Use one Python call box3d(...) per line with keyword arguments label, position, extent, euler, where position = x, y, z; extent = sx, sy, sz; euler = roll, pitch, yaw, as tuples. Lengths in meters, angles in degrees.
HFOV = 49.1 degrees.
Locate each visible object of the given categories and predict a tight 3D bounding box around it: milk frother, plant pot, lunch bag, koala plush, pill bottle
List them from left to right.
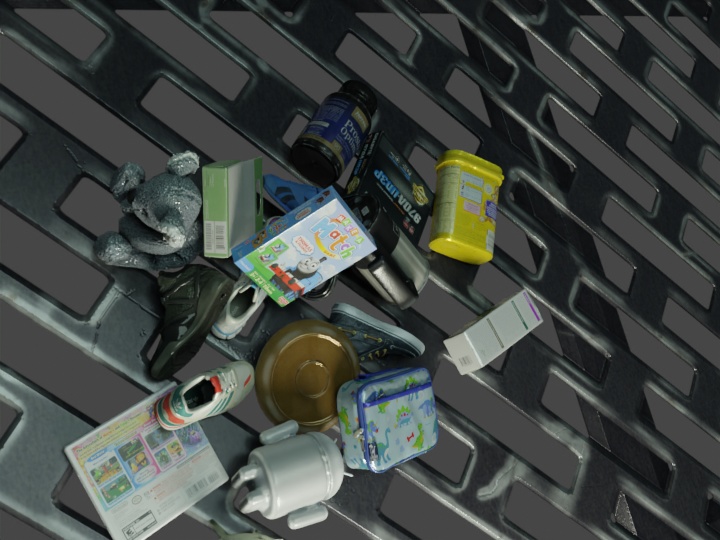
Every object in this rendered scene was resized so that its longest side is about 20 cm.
box3d(label="koala plush", position=(-0.314, -0.098, 1.278), extent=(0.181, 0.199, 0.181), euler=(16, 66, -23))
box3d(label="plant pot", position=(-0.086, 0.188, 1.370), extent=(0.196, 0.027, 0.205), euler=(-1, 93, -23))
box3d(label="pill bottle", position=(-0.045, -0.273, 1.535), extent=(0.111, 0.112, 0.202), euler=(37, 60, -12))
box3d(label="milk frother", position=(0.000, 0.000, 1.455), extent=(0.188, 0.197, 0.183), euler=(47, 31, -36))
box3d(label="lunch bag", position=(0.050, 0.257, 1.395), extent=(0.198, 0.081, 0.165), euler=(-6, 89, -45))

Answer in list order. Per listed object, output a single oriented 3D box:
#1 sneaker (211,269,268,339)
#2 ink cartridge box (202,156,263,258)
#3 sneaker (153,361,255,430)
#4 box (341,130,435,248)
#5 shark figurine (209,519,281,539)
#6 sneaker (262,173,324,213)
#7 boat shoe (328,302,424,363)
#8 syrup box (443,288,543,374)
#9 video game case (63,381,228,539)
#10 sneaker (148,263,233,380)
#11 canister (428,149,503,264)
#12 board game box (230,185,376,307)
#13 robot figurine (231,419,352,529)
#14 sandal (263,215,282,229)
box3d(label="sneaker", position=(-0.185, 0.028, 1.375), extent=(0.074, 0.086, 0.202), euler=(34, 59, -12))
box3d(label="ink cartridge box", position=(-0.215, -0.115, 1.350), extent=(0.047, 0.200, 0.149), euler=(3, 104, 8))
box3d(label="sneaker", position=(-0.232, 0.194, 1.273), extent=(0.198, 0.093, 0.071), euler=(-20, 81, -46))
box3d(label="box", position=(0.059, -0.146, 1.547), extent=(0.200, 0.045, 0.161), euler=(45, 54, -35))
box3d(label="shark figurine", position=(-0.173, 0.464, 1.257), extent=(0.212, 0.127, 0.091), euler=(20, 90, -41))
box3d(label="sneaker", position=(-0.105, -0.128, 1.432), extent=(0.079, 0.066, 0.200), euler=(-49, 57, 2))
box3d(label="boat shoe", position=(0.022, 0.141, 1.465), extent=(0.197, 0.071, 0.092), euler=(25, 70, -15))
box3d(label="syrup box", position=(0.270, 0.122, 1.594), extent=(0.198, 0.079, 0.082), euler=(-29, 87, -33))
box3d(label="video game case", position=(-0.332, 0.304, 1.239), extent=(0.198, 0.024, 0.184), euler=(-30, 89, -32))
box3d(label="sneaker", position=(-0.305, 0.076, 1.306), extent=(0.113, 0.076, 0.202), euler=(28, 84, 19))
box3d(label="canister", position=(0.219, -0.130, 1.647), extent=(0.146, 0.086, 0.204), euler=(18, 67, -22))
box3d(label="board game box", position=(-0.091, -0.035, 1.305), extent=(0.151, 0.198, 0.037), euler=(47, 15, -47))
box3d(label="robot figurine", position=(-0.110, 0.333, 1.297), extent=(0.197, 0.113, 0.173), euler=(-10, 70, -30))
box3d(label="sandal", position=(-0.085, -0.050, 1.475), extent=(0.199, 0.050, 0.084), euler=(13, 70, -26))
